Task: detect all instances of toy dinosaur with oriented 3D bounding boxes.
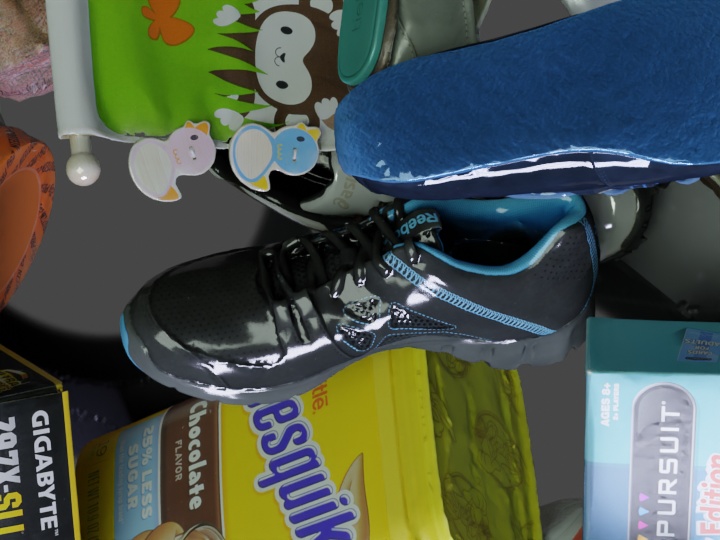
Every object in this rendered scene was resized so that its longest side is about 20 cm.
[{"bbox_3d":[-0.126,-0.110,1.067,0.200,0.086,0.136,-21,71,28],"label":"toy dinosaur"}]

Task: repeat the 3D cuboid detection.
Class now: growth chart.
[{"bbox_3d":[-0.038,-0.104,1.011,0.018,0.200,0.145,135,122,-64],"label":"growth chart"}]

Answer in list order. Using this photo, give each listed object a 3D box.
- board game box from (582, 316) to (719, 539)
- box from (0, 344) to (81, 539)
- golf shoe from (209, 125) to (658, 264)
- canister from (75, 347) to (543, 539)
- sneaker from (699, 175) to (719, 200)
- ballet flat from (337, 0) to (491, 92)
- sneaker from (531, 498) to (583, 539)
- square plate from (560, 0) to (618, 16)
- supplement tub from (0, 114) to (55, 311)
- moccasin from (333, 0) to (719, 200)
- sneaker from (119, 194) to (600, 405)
[{"bbox_3d":[0.191,0.098,1.009,0.200,0.047,0.151,1,118,5],"label":"board game box"},{"bbox_3d":[-0.183,0.111,1.129,0.200,0.049,0.160,20,118,61],"label":"box"},{"bbox_3d":[0.025,-0.035,1.056,0.200,0.094,0.078,11,106,16],"label":"golf shoe"},{"bbox_3d":[-0.028,0.109,1.090,0.200,0.087,0.149,-24,54,27],"label":"canister"},{"bbox_3d":[0.194,-0.011,1.007,0.200,0.076,0.070,43,114,6],"label":"sneaker"},{"bbox_3d":[0.028,-0.162,1.000,0.064,0.067,0.200,5,85,-23],"label":"ballet flat"},{"bbox_3d":[0.048,0.188,1.116,0.200,0.077,0.082,-39,95,25],"label":"sneaker"},{"bbox_3d":[0.093,-0.193,0.965,0.200,0.028,0.198,58,159,2],"label":"square plate"},{"bbox_3d":[-0.251,-0.052,1.137,0.200,0.123,0.123,22,110,13],"label":"supplement tub"},{"bbox_3d":[0.090,-0.068,0.954,0.200,0.068,0.081,-2,80,6],"label":"moccasin"},{"bbox_3d":[0.000,0.000,1.001,0.200,0.073,0.082,-8,144,-9],"label":"sneaker"}]
